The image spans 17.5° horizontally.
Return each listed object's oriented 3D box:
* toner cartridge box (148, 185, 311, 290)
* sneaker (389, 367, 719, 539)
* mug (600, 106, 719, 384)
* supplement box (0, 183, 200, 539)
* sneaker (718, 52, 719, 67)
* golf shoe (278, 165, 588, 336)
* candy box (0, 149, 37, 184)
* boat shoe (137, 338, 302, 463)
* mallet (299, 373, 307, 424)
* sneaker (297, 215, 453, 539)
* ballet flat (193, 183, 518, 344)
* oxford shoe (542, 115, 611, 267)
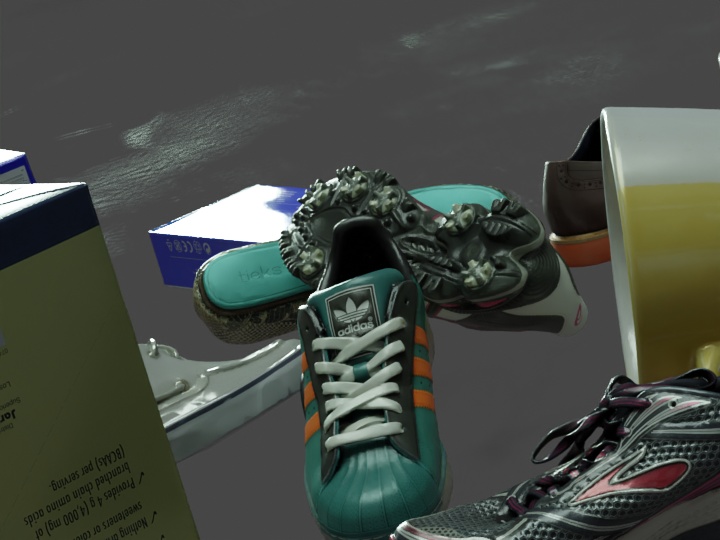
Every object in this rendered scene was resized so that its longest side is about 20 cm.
[{"bbox_3d":[-0.048,-0.019,1.549,0.095,0.043,0.200,-24,17,-31],"label":"toner cartridge box"},{"bbox_3d":[0.105,0.083,0.951,0.200,0.075,0.081,-19,15,-7],"label":"sneaker"},{"bbox_3d":[0.197,0.008,1.080,0.153,0.187,0.149,-6,-17,3],"label":"mug"},{"bbox_3d":[-0.198,0.089,0.998,0.200,0.200,0.134,-27,18,-36],"label":"supplement box"},{"bbox_3d":[0.305,-0.123,1.421,0.200,0.116,0.074,-23,14,-29],"label":"sneaker"},{"bbox_3d":[0.035,0.000,1.292,0.200,0.088,0.077,16,72,47],"label":"golf shoe"},{"bbox_3d":[-0.367,-0.041,1.907,0.169,0.077,0.200,-23,17,-22],"label":"candy box"},{"bbox_3d":[-0.110,0.069,1.210,0.200,0.070,0.071,-26,-3,-27],"label":"boat shoe"},{"bbox_3d":[0.024,0.044,1.265,0.066,0.041,0.200,-10,12,19],"label":"mallet"},{"bbox_3d":[0.000,0.050,1.102,0.071,0.080,0.200,-13,33,7],"label":"sneaker"},{"bbox_3d":[0.000,0.000,1.389,0.200,0.068,0.075,-16,-29,0],"label":"ballet flat"},{"bbox_3d":[0.182,-0.069,1.428,0.071,0.073,0.200,-4,19,41],"label":"oxford shoe"}]
